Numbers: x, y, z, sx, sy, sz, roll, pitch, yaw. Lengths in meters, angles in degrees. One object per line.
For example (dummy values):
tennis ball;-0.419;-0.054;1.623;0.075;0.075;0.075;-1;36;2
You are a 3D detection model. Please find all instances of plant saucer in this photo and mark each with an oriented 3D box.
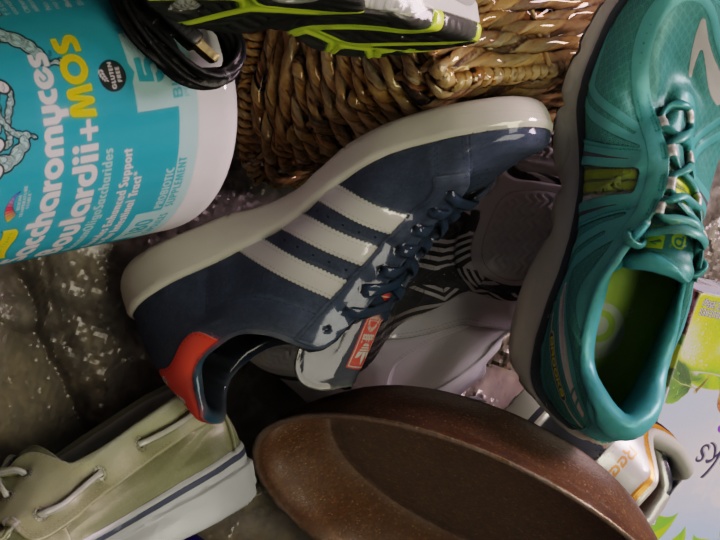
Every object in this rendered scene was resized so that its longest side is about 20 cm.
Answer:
plant saucer;0.050;0.103;1.105;0.201;0.199;0.037;51;54;-41

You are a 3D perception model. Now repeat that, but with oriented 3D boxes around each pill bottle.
pill bottle;-0.152;-0.054;0.935;0.199;0.111;0.112;-14;116;-38

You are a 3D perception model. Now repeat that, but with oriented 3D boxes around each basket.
basket;0.042;-0.127;1.118;0.199;0.149;0.144;-9;79;-40

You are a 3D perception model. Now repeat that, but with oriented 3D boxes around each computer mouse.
computer mouse;-0.121;-0.135;0.911;0.199;0.034;0.059;35;46;-10

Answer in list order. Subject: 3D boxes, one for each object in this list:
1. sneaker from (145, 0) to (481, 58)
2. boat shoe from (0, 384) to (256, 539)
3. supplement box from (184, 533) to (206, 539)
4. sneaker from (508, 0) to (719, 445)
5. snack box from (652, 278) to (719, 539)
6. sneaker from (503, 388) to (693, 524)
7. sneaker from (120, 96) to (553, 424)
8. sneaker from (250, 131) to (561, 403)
sneaker;-0.023;-0.126;0.913;0.200;0.075;0.077;9;76;-63
boat shoe;-0.133;0.105;1.058;0.199;0.072;0.062;-26;98;-37
supplement box;-0.126;0.205;1.069;0.199;0.103;0.102;-29;125;-29
sneaker;0.120;-0.026;1.028;0.077;0.080;0.201;7;100;-20
snack box;0.204;0.083;1.356;0.199;0.053;0.143;9;101;-44
sneaker;0.109;0.095;1.198;0.079;0.079;0.200;-49;168;2
sneaker;0.000;0.000;1.047;0.199;0.085;0.075;-28;165;19
sneaker;0.051;0.015;1.136;0.199;0.075;0.115;-23;139;9
